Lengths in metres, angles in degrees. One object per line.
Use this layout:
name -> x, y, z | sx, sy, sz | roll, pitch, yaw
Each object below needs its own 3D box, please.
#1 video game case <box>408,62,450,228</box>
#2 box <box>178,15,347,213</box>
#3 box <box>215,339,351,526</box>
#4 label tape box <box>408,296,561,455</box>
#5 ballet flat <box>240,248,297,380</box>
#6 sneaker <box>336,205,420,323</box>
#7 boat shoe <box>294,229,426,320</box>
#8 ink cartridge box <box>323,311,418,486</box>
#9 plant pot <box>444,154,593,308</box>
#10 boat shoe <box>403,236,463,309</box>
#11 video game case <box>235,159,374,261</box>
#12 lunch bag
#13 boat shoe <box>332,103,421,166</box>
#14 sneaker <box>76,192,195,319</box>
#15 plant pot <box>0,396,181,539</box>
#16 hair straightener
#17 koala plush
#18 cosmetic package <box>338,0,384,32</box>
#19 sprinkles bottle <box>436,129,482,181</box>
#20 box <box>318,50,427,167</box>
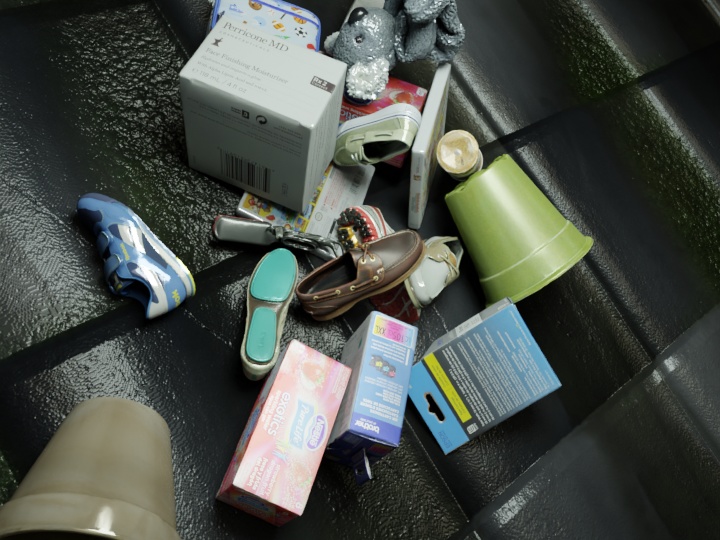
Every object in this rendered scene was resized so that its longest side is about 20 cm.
video game case -> 0.113, -0.203, 1.150 | 0.022, 0.183, 0.202 | 12, 57, 10
box -> -0.139, -0.219, 1.010 | 0.196, 0.201, 0.132 | 22, 59, 4
box -> -0.096, 0.207, 0.899 | 0.094, 0.103, 0.202 | 27, 56, -10
label tape box -> 0.172, 0.154, 1.039 | 0.198, 0.063, 0.146 | -32, 96, 7
ballet flat -> -0.134, 0.060, 0.983 | 0.066, 0.063, 0.202 | 15, 53, -5
sneaker -> 0.044, -0.014, 1.088 | 0.082, 0.077, 0.203 | -24, 88, -51
boat shoe -> 0.000, 0.000, 0.997 | 0.198, 0.071, 0.071 | -33, 46, 1
ink cartridge box -> 0.007, 0.178, 0.940 | 0.075, 0.137, 0.203 | 21, 58, -9
plant pot -> 0.231, -0.072, 1.112 | 0.199, 0.199, 0.191 | -38, 94, -34
boat shoe -> 0.113, -0.009, 1.068 | 0.076, 0.067, 0.200 | 64, 22, -17
video game case -> -0.083, -0.130, 1.123 | 0.180, 0.023, 0.202 | 26, 58, -11
lunch bag -> -0.167, -0.403, 1.192 | 0.197, 0.076, 0.163 | 15, 58, -18
boat shoe -> 0.012, -0.194, 1.069 | 0.072, 0.199, 0.063 | 32, 62, -27
sneaker -> -0.313, -0.020, 0.932 | 0.200, 0.074, 0.082 | 43, 58, 2
plant pot -> -0.280, 0.243, 0.760 | 0.197, 0.201, 0.175 | 17, 43, -16
hair straightener -> -0.116, -0.044, 1.021 | 0.197, 0.077, 0.042 | 14, 94, -14
koala plush -> 0.042, -0.361, 1.077 | 0.199, 0.184, 0.179 | -35, 54, 7
cosmetic package -> 0.017, -0.458, 1.284 | 0.089, 0.107, 0.202 | 25, 59, -11
sprinkles bottle -> 0.168, -0.189, 1.171 | 0.068, 0.068, 0.200 | 49, 12, 5
box -> 0.000, -0.264, 1.154 | 0.197, 0.100, 0.096 | 21, 57, 5
